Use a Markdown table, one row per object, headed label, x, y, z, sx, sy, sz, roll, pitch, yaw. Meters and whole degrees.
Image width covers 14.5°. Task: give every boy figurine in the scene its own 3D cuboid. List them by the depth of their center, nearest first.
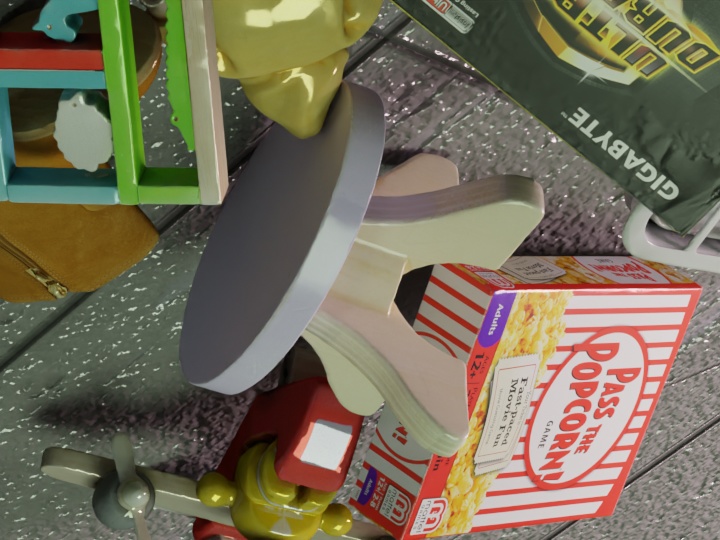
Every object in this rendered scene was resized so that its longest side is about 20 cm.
| label | x | y | z | sx | sy | sz | roll | pitch | yaw |
| --- | --- | --- | --- | --- | --- | --- | --- | --- | --- |
| boy figurine | -0.039 | -0.134 | 1.294 | 0.124 | 0.065 | 0.200 | -20 | 148 | 3 |

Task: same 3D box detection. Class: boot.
| label | x | y | z | sx | sy | sz | roll | pitch | yaw |
| --- | --- | --- | --- | --- | --- | --- | --- | --- | --- |
| boot | -0.137 | -0.051 | 1.350 | 0.200 | 0.071 | 0.144 | -20 | 143 | 30 |

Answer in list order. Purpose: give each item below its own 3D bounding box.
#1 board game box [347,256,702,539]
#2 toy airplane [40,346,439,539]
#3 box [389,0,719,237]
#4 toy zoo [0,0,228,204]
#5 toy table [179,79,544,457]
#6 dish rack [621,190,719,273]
| label | x | y | z | sx | sy | sz | roll | pitch | yaw |
| --- | --- | --- | --- | --- | --- | --- | --- | --- | --- |
| board game box | 0.094 | 0.068 | 1.577 | 0.199 | 0.046 | 0.152 | -1 | 117 | -49 |
| toy airplane | -0.059 | 0.141 | 1.620 | 0.199 | 0.142 | 0.199 | -13 | 142 | 17 |
| box | 0.119 | -0.134 | 1.222 | 0.200 | 0.049 | 0.160 | 38 | 115 | -12 |
| toy zoo | -0.161 | -0.092 | 1.238 | 0.198 | 0.020 | 0.132 | 2 | 119 | 9 |
| toy table | 0.000 | 0.000 | 1.425 | 0.116 | 0.185 | 0.200 | 18 | 148 | -21 |
| dish rack | 0.225 | -0.079 | 1.345 | 0.171 | 0.044 | 0.200 | 9 | 133 | -38 |
